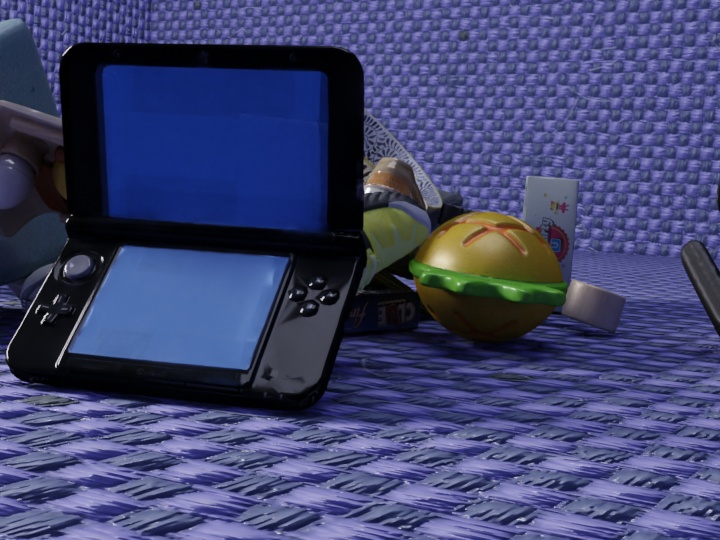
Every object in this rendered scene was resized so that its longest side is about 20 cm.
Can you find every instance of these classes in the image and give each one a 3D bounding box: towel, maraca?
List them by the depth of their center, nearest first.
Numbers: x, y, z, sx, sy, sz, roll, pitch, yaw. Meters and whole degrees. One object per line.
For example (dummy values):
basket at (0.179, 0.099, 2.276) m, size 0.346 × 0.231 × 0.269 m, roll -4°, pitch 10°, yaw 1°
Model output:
maraca at (0.106, 0.007, 0.910) m, size 0.134 × 0.109 × 0.200 m, roll 5°, pitch 5°, yaw 4°
towel at (0.000, 0.000, 1.048) m, size 0.085 × 0.018 × 0.199 m, roll 17°, pitch -10°, yaw 36°

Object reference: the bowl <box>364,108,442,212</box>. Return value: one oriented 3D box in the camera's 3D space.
bowl at (-0.019, -0.101, 1.116) m, size 0.200 × 0.094 × 0.201 m, roll 41°, pitch 15°, yaw -13°

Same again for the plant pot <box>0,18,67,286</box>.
plant pot at (-0.364, -0.065, 0.881) m, size 0.192 × 0.200 × 0.200 m, roll -8°, pitch 20°, yaw 22°

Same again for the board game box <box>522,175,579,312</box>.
board game box at (0.220, -0.034, 1.312) m, size 0.063 × 0.151 × 0.200 m, roll 6°, pitch 5°, yaw 10°

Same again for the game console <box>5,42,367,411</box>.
game console at (-0.103, -0.030, 0.634) m, size 0.196 × 0.118 × 0.178 m, roll 4°, pitch 47°, yaw 16°

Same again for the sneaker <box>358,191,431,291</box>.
sneaker at (-0.035, 0.011, 0.738) m, size 0.197 × 0.077 × 0.076 m, roll -23°, pitch -25°, yaw -19°

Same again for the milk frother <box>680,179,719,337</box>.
milk frother at (0.397, 0.014, 0.951) m, size 0.199 × 0.180 × 0.190 m, roll 33°, pitch 25°, yaw -31°

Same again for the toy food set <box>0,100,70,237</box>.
toy food set at (-0.183, -0.034, 0.774) m, size 0.197 × 0.061 × 0.144 m, roll 20°, pitch -25°, yaw 11°

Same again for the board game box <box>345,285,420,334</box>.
board game box at (-0.062, 0.029, 1.010) m, size 0.198 × 0.035 × 0.134 m, roll 6°, pitch 5°, yaw 42°

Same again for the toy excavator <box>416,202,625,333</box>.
toy excavator at (0.162, 0.008, 1.122) m, size 0.196 × 0.102 × 0.194 m, roll 18°, pitch 0°, yaw 6°

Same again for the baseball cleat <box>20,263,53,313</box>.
baseball cleat at (-0.168, 0.021, 0.885) m, size 0.196 × 0.071 × 0.106 m, roll -11°, pitch 15°, yaw -20°

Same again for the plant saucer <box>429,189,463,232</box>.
plant saucer at (0.022, -0.044, 1.247) m, size 0.198 × 0.051 × 0.200 m, roll -33°, pitch -6°, yaw -4°

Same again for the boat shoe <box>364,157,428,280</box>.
boat shoe at (0.033, -0.042, 1.002) m, size 0.073 × 0.070 × 0.200 m, roll 17°, pitch -11°, yaw 5°

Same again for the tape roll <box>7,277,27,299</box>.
tape roll at (-0.253, -0.054, 1.030) m, size 0.200 × 0.205 × 0.037 m, roll 5°, pitch -35°, yaw 31°
